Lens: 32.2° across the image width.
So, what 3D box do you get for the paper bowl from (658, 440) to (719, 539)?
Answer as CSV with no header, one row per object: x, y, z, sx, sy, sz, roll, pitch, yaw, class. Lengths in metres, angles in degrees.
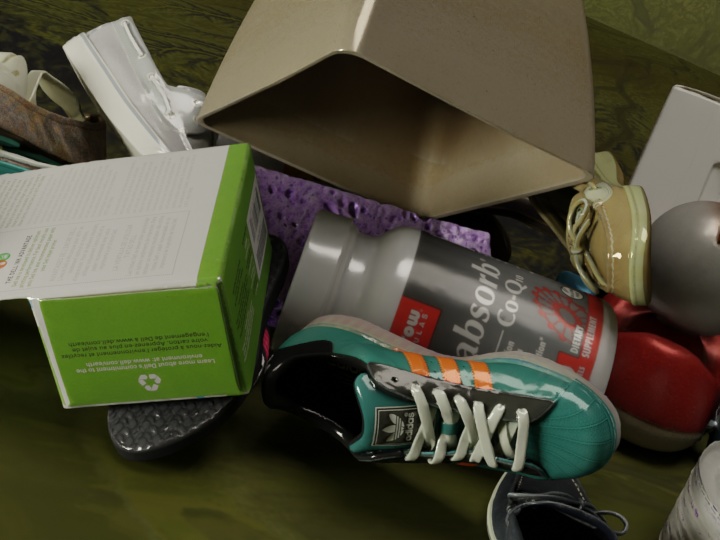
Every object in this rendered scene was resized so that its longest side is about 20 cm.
0.285,0.166,0.730,0.199,0.105,0.201,18,21,-7,paper bowl

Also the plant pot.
0.037,-0.162,0.840,0.199,0.179,0.199,23,-18,-29,plant pot

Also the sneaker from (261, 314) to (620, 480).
0.038,0.080,0.681,0.198,0.072,0.080,12,21,21,sneaker

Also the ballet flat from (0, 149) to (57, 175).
-0.180,-0.035,0.840,0.198,0.070,0.070,20,22,-1,ballet flat

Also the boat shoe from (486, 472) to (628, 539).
0.107,0.148,0.666,0.074,0.063,0.200,19,20,1,boat shoe

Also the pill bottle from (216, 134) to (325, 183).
-0.059,-0.087,0.996,0.199,0.110,0.109,-1,30,-43,pill bottle

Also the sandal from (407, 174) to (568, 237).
0.109,-0.073,0.957,0.199,0.055,0.082,20,30,24,sandal

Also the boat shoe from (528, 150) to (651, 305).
0.150,-0.030,0.823,0.062,0.074,0.201,-4,24,2,boat shoe

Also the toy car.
0.238,0.015,0.906,0.183,0.201,0.177,25,22,9,toy car

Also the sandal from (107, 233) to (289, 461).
-0.084,0.047,0.727,0.074,0.045,0.201,4,34,13,sandal

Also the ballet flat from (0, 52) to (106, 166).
-0.240,-0.111,0.862,0.067,0.068,0.200,10,-6,20,ballet flat

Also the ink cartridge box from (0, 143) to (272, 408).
-0.158,0.004,0.697,0.198,0.076,0.148,-6,33,6,ink cartridge box

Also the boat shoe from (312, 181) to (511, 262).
0.021,-0.023,0.977,0.199,0.066,0.072,6,55,-26,boat shoe

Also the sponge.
0.000,0.000,0.886,0.198,0.030,0.112,15,55,-18,sponge

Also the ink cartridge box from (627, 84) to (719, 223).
0.270,-0.057,1.080,0.082,0.148,0.200,24,-5,11,ink cartridge box

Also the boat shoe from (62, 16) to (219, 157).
-0.137,-0.105,0.887,0.200,0.068,0.072,50,-11,31,boat shoe

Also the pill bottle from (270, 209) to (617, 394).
0.051,0.041,0.790,0.198,0.117,0.116,20,22,-2,pill bottle
